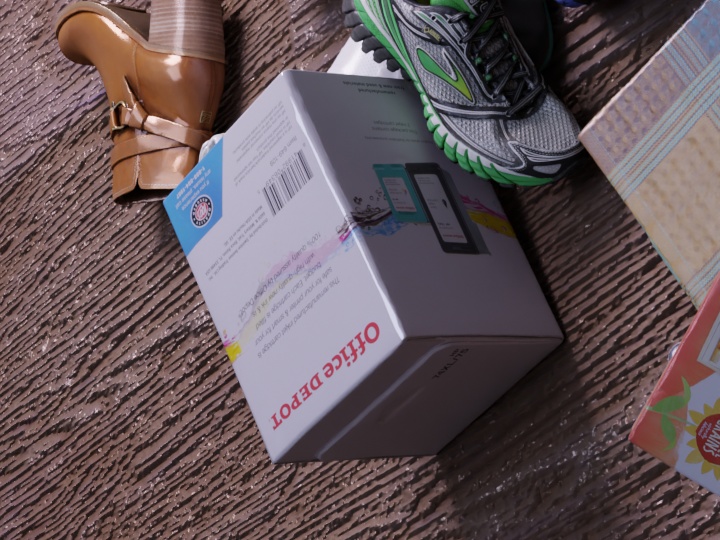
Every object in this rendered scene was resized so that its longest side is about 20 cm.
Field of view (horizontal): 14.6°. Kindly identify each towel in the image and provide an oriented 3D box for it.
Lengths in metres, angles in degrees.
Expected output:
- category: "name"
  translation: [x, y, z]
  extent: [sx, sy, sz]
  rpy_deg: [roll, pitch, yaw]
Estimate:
- category: "towel"
  translation: [0.216, -0.046, 1.500]
  extent: [0.147, 0.022, 0.200]
  rpy_deg: [-46, 61, 24]

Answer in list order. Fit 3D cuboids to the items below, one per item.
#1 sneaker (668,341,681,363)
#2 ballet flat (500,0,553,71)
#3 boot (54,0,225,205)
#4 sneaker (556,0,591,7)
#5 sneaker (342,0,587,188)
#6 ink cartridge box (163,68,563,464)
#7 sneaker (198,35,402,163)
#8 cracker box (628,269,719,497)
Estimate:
- category: "sneaker"
  translation: [0.230, -0.004, 1.555]
  extent: [0.146, 0.077, 0.203]
  rpy_deg: [-28, 60, 43]
- category: "ballet flat"
  translation: [0.064, -0.208, 1.835]
  extent: [0.068, 0.068, 0.201]
  rpy_deg: [-48, 46, 36]
- category: "boot"
  translation: [-0.175, -0.126, 2.128]
  extent: [0.200, 0.073, 0.156]
  rpy_deg: [-4, 81, 55]
- category: "sneaker"
  translation: [0.090, -0.231, 1.780]
  extent: [0.200, 0.078, 0.076]
  rpy_deg: [56, 148, 40]
- category: "sneaker"
  translation: [0.067, -0.132, 1.750]
  extent: [0.200, 0.078, 0.085]
  rpy_deg: [46, 145, 16]
- category: "ink cartridge box"
  translation: [0.000, 0.000, 1.773]
  extent: [0.147, 0.146, 0.201]
  rpy_deg: [-44, 59, 37]
- category: "sneaker"
  translation: [-0.042, -0.089, 1.905]
  extent: [0.074, 0.115, 0.201]
  rpy_deg: [36, 108, 52]
- category: "cracker box"
  translation: [0.255, 0.077, 1.429]
  extent: [0.199, 0.058, 0.134]
  rpy_deg: [32, 109, 12]
